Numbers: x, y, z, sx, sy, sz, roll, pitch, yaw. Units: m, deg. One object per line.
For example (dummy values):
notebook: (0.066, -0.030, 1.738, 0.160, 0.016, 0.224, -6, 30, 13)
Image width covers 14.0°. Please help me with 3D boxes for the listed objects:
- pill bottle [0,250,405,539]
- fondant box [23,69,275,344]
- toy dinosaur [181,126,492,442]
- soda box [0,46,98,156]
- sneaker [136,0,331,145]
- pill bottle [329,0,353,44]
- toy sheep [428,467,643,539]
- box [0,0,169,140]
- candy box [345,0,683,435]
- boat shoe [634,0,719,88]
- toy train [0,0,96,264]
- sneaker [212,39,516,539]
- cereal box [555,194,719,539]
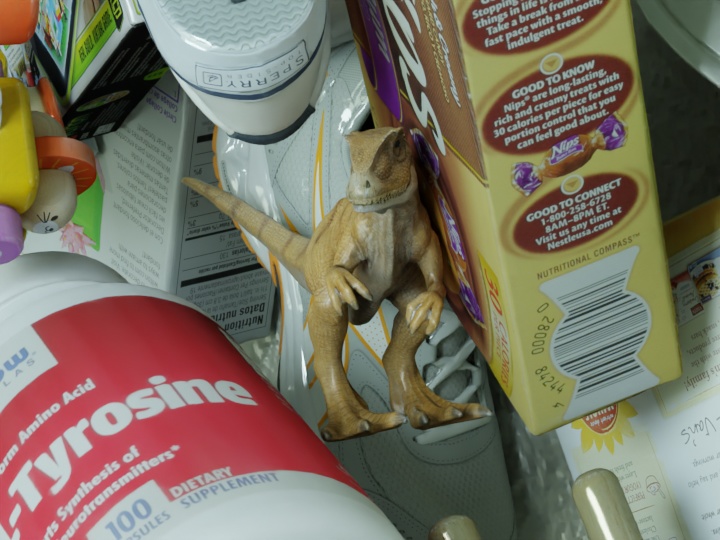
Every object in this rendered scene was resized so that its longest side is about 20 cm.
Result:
pill bottle: (-0.067, 0.074, 0.895, 0.200, 0.112, 0.113, 45, 136, 53)
fondant box: (-0.087, -0.086, 1.132, 0.144, 0.058, 0.201, 36, 128, 41)
toy dinosaur: (0.000, 0.000, 0.929, 0.200, 0.060, 0.107, 149, 111, -72)
soda box: (-0.168, -0.125, 1.122, 0.064, 0.068, 0.201, -22, 83, 55)
sneaker: (-0.053, -0.128, 0.881, 0.071, 0.073, 0.201, 90, 172, -62)
pill bottle: (-0.026, -0.181, 0.972, 0.112, 0.112, 0.201, -27, 80, 53)
toy sheep: (0.057, 0.146, 0.903, 0.138, 0.137, 0.200, 63, 160, 16)
box: (-0.097, -0.115, 1.006, 0.200, 0.035, 0.111, 147, 105, -72)
candy box: (0.038, -0.064, 0.856, 0.117, 0.056, 0.201, -121, 12, -47)
boat shoe: (0.089, -0.116, 0.885, 0.200, 0.074, 0.060, 45, 178, 15)
toy train: (-0.115, -0.078, 0.959, 0.200, 0.055, 0.151, -175, 82, -76)
sneaker: (0.016, 0.013, 1.021, 0.092, 0.076, 0.201, -27, 83, 47)
cereal box: (0.130, 0.080, 0.917, 0.144, 0.039, 0.201, -27, 80, 54)
